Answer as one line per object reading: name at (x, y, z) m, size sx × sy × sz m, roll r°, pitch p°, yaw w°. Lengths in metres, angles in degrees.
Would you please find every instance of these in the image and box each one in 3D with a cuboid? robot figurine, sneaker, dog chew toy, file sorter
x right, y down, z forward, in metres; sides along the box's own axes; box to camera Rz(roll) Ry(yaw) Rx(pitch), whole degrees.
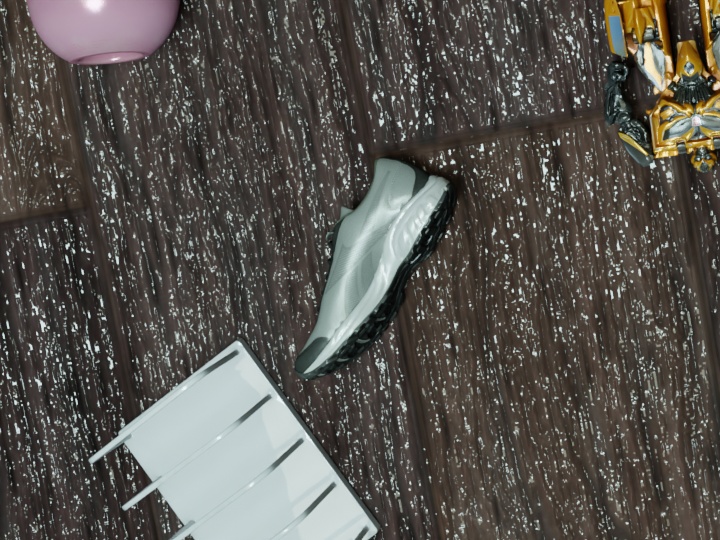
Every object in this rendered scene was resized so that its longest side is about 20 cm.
robot figurine at (0.252, -0.174, 1.512) m, size 0.144 × 0.058 × 0.202 m, roll -8°, pitch 96°, yaw 14°
sneaker at (0.000, 0.000, 1.592) m, size 0.079 × 0.074 × 0.201 m, roll 33°, pitch 97°, yaw 15°
dog chew toy at (-0.211, -0.270, 1.571) m, size 0.123 × 0.124 × 0.202 m, roll -6°, pitch 89°, yaw 13°
file sorter at (-0.106, 0.187, 1.610) m, size 0.138 × 0.125 × 0.201 m, roll -37°, pitch 90°, yaw 15°
